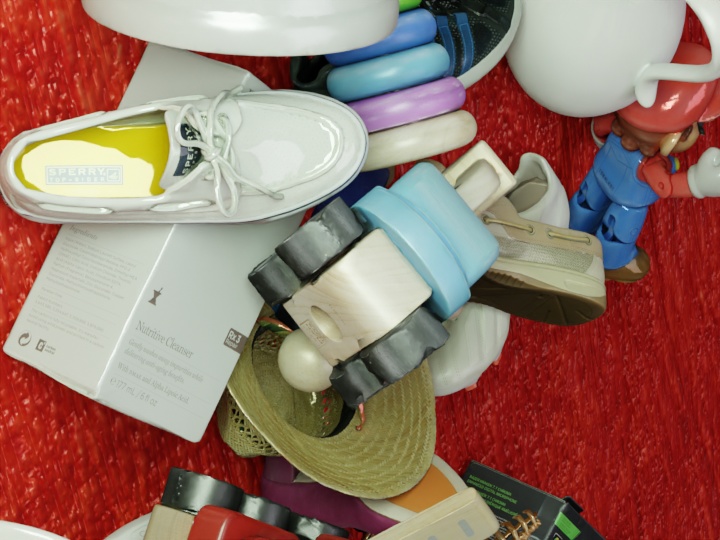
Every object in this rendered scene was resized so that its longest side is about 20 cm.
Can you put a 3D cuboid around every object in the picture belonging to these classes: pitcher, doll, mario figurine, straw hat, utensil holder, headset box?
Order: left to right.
[{"bbox_3d":[-0.057,-0.230,1.199,0.170,0.170,0.201,-21,122,-49],"label":"utensil holder"},{"bbox_3d":[-0.046,0.075,1.452,0.085,0.202,0.201,-38,164,34],"label":"straw hat"},{"bbox_3d":[0.000,0.000,1.432,0.200,0.136,0.049,-61,172,-45],"label":"doll"},{"bbox_3d":[0.113,0.264,1.798,0.200,0.093,0.174,-61,147,-12],"label":"headset box"},{"bbox_3d":[0.174,-0.166,1.532,0.121,0.172,0.200,-21,159,-20],"label":"pitcher"},{"bbox_3d":[0.221,-0.085,1.696,0.106,0.123,0.200,-52,169,-45],"label":"mario figurine"}]

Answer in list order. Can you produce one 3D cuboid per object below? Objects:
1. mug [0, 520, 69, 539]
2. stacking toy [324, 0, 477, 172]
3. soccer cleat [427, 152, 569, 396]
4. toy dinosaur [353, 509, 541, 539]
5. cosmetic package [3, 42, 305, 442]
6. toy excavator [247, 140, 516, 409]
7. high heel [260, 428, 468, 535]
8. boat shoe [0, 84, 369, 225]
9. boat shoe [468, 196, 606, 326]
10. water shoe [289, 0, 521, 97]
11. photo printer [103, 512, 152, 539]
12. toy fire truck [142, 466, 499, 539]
[{"bbox_3d":[-0.226,0.235,1.280,0.150,0.186,0.154,-74,-178,-68],"label":"mug"},{"bbox_3d":[0.006,-0.163,1.367,0.085,0.085,0.201,-20,98,-49],"label":"stacking toy"},{"bbox_3d":[0.085,0.002,1.636,0.200,0.069,0.078,-55,141,-32],"label":"soccer cleat"},{"bbox_3d":[0.024,0.207,1.587,0.199,0.136,0.102,-9,145,-7],"label":"toy dinosaur"},{"bbox_3d":[-0.106,-0.016,1.326,0.113,0.081,0.201,31,83,-56],"label":"cosmetic package"},{"bbox_3d":[0.037,-0.018,1.341,0.200,0.100,0.194,-39,-179,-21],"label":"toy excavator"},{"bbox_3d":[0.006,0.160,1.485,0.067,0.200,0.096,-32,127,-37],"label":"high heel"},{"bbox_3d":[-0.091,-0.063,1.222,0.086,0.201,0.075,160,-73,-81],"label":"boat shoe"},{"bbox_3d":[0.079,-0.018,1.569,0.199,0.072,0.065,15,64,-24],"label":"boat shoe"},{"bbox_3d":[0.034,-0.148,1.462,0.200,0.071,0.079,-45,139,-33],"label":"water shoe"},{"bbox_3d":[-0.118,0.242,1.469,0.166,0.069,0.201,-3,111,-55],"label":"photo printer"},{"bbox_3d":[-0.008,0.179,1.356,0.176,0.199,0.129,30,75,-51],"label":"toy fire truck"}]
